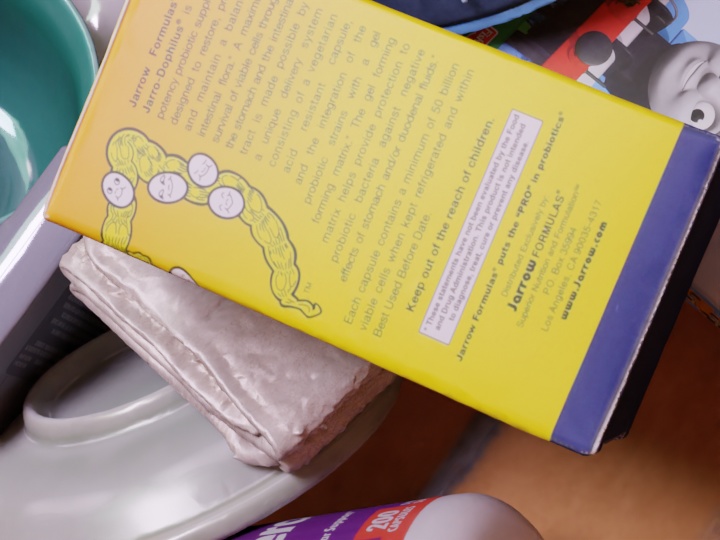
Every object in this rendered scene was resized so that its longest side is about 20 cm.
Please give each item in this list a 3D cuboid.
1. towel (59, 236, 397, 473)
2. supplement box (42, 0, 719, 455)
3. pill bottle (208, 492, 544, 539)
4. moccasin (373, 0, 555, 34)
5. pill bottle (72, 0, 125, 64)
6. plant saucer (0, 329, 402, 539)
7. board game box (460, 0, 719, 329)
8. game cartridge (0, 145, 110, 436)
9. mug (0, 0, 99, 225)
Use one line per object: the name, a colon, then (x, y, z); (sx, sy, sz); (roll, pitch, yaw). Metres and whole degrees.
towel: (-0.007, -0.023, 0.746); (0.200, 0.034, 0.133); (-41, 69, -18)
supplement box: (0.014, -0.027, 0.647); (0.200, 0.109, 0.110); (23, 93, 13)
pill bottle: (-0.026, 0.151, 0.714); (0.200, 0.112, 0.112); (-13, 56, 30)
moccasin: (0.010, -0.129, 0.720); (0.200, 0.068, 0.080); (-9, 41, 31)
pill bottle: (-0.135, -0.114, 0.966); (0.200, 0.109, 0.109); (7, 67, 38)
plant saucer: (-0.083, 0.057, 0.788); (0.200, 0.050, 0.200); (-20, 19, 7)
board game box: (0.147, -0.067, 0.712); (0.200, 0.037, 0.151); (43, 83, 18)
game cartridge: (-0.140, 0.022, 0.837); (0.040, 0.200, 0.133); (31, 84, 7)
mug: (-0.187, -0.070, 0.863); (0.152, 0.114, 0.185); (41, 65, 8)
